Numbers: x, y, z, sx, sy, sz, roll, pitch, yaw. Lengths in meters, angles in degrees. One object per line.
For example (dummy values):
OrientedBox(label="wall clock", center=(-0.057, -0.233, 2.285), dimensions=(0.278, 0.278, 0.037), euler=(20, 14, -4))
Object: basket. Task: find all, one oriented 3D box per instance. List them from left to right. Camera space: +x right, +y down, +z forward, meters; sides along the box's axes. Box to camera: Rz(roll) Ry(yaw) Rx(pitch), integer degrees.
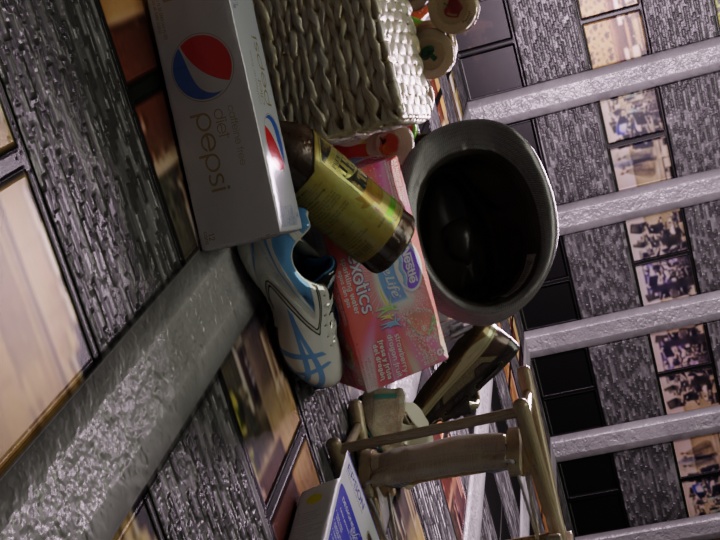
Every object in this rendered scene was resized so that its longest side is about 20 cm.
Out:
OrientedBox(label="basket", center=(-0.038, -0.213, 1.081), dimensions=(0.200, 0.159, 0.201), euler=(-28, 106, -75))

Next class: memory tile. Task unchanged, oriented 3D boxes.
OrientedBox(label="memory tile", center=(0.017, -0.218, 1.181), dimensions=(0.202, 0.152, 0.017), euler=(-64, 173, 16))

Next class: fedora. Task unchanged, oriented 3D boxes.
OrientedBox(label="fedora", center=(0.106, -0.046, 1.181), dimensions=(0.202, 0.175, 0.090), euler=(71, -18, -3))

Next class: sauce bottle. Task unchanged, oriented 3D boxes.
OrientedBox(label="sauce bottle", center=(-0.042, -0.079, 0.983), dimensions=(0.199, 0.065, 0.065), euler=(39, 29, -21))

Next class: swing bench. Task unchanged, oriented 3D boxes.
OrientedBox(label="swing bench", center=(0.093, 0.222, 1.146), dimensions=(0.130, 0.197, 0.202), euler=(-48, 124, -74))

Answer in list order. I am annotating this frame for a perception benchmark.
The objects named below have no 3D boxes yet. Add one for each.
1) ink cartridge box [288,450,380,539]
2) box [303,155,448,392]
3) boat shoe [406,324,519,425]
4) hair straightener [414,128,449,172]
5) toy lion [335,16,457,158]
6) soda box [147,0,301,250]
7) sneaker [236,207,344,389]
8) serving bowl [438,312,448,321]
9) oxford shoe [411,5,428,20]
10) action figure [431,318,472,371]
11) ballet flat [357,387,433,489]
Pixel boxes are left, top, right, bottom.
OrientedBox(label="ink cartridge box", center=(-0.012, 0.289, 0.975), dimensions=(0.200, 0.046, 0.200), euler=(-76, 149, -67))
OrientedBox(label="box", center=(0.000, 0.000, 1.098), dimensions=(0.102, 0.094, 0.202), euler=(9, -64, 65))
OrientedBox(label="boat shoe", center=(0.111, 0.142, 1.358), dimensions=(0.064, 0.201, 0.073), euler=(32, 33, -4))
OrientedBox(label="hair straightener", center=(0.044, -0.142, 1.283), dimensions=(0.041, 0.199, 0.077), euler=(44, 66, -33))
OrientedBox(label="toy lion", center=(-0.007, -0.216, 1.222), dimensions=(0.200, 0.192, 0.069), euler=(45, 10, 1))
OrientedBox(label="soda box", center=(-0.104, -0.121, 0.900), dimensions=(0.064, 0.067, 0.203), euler=(-17, 95, -77))
OrientedBox(label="sneaker", center=(-0.045, 0.030, 1.012), dimensions=(0.072, 0.072, 0.201), euler=(-90, 164, -47))
OrientedBox(label="serving bowl", center=(0.021, -0.013, 1.264), dimensions=(0.200, 0.066, 0.200), euler=(43, 16, -15))
OrientedBox(label="oxford shoe", center=(0.010, -0.248, 1.283), dimensions=(0.071, 0.200, 0.073), euler=(50, 2, 0))
OrientedBox(label="action figure", center=(0.061, 0.041, 1.360), dimensions=(0.070, 0.129, 0.201), euler=(86, -11, -47))
OrientedBox(label="ballet flat", center=(0.052, 0.191, 1.305), dimensions=(0.200, 0.062, 0.068), euler=(60, 21, -54))
